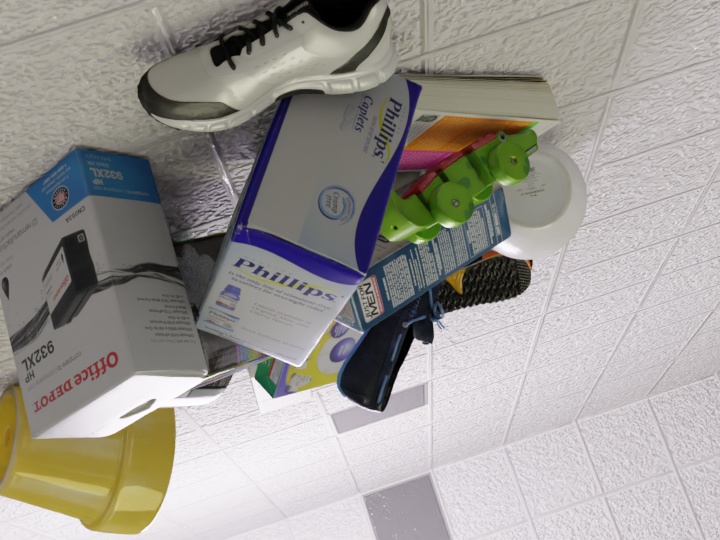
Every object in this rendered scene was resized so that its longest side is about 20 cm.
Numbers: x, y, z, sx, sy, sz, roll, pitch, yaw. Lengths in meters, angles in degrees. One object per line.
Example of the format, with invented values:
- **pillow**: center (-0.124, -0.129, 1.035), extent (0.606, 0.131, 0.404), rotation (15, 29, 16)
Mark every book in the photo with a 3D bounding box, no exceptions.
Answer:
- **book**: center (0.067, -0.130, 1.106), extent (0.199, 0.048, 0.133), rotation (-4, 160, -36)

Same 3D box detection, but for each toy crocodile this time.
- **toy crocodile**: center (0.087, -0.079, 1.055), extent (0.200, 0.062, 0.067), rotation (-35, -175, -34)

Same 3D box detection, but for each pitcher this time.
- **pitcher**: center (0.151, -0.063, 1.274), extent (0.170, 0.122, 0.200), rotation (-14, 173, 1)

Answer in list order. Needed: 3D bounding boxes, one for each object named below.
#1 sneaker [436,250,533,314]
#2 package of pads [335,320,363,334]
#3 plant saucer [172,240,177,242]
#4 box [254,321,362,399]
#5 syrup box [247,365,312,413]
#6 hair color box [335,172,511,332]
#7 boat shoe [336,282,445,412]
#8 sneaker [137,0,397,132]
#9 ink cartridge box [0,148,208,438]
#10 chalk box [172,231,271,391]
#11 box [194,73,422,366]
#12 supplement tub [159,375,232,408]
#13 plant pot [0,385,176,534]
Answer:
- **sneaker**: center (0.110, 0.001, 1.421), extent (0.199, 0.070, 0.090), rotation (-8, -155, 19)
- **package of pads**: center (0.000, 0.000, 1.290), extent (0.121, 0.075, 0.200), rotation (-60, 158, -2)
- **plant saucer**: center (-0.256, 0.013, 1.219), extent (0.199, 0.028, 0.200), rotation (-17, 162, -6)
- **box**: center (-0.027, 0.081, 1.449), extent (0.199, 0.048, 0.118), rotation (-13, 133, -42)
- **syrup box**: center (-0.111, 0.120, 1.574), extent (0.081, 0.079, 0.200), rotation (-16, 161, -8)
- **hair color box**: center (0.039, -0.025, 1.148), extent (0.199, 0.061, 0.100), rotation (-31, -148, -28)
- **boat shoe**: center (0.054, 0.063, 1.293), extent (0.201, 0.068, 0.084), rotation (-60, 158, 4)
- **sneaker**: center (-0.068, -0.163, 0.868), extent (0.199, 0.074, 0.080), rotation (-19, 148, -13)
- **ink cartridge box**: center (-0.226, 0.023, 1.001), extent (0.145, 0.201, 0.083), rotation (-31, 158, 32)
- **chalk box**: center (-0.139, 0.039, 1.125), extent (0.123, 0.125, 0.200), rotation (-24, 175, 35)
- **box**: center (-0.047, -0.049, 0.977), extent (0.104, 0.185, 0.200), rotation (21, 150, -8)
- **supplement tub**: center (-0.230, 0.077, 1.193), extent (0.122, 0.123, 0.199), rotation (-32, 157, 34)
- **plant pot**: center (-0.352, 0.218, 1.475), extent (0.188, 0.202, 0.201), rotation (13, 147, -30)
